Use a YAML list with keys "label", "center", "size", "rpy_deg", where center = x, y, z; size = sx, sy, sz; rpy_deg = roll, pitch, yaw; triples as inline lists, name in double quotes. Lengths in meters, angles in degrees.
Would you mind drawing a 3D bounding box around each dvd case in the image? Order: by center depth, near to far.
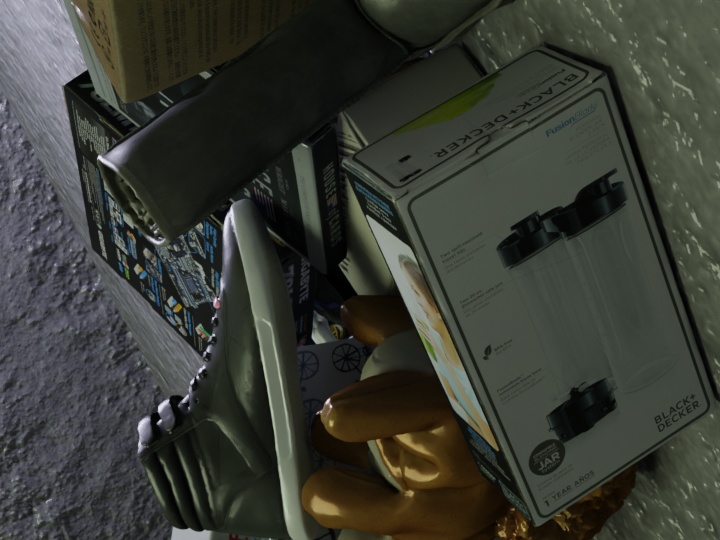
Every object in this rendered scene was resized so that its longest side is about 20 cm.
- label: "dvd case"
  center: [-0.090, -0.094, 0.913]
  size: [0.200, 0.025, 0.150]
  rpy_deg: [39, 161, 19]

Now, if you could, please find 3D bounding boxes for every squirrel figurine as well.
- label: "squirrel figurine"
  center: [0.066, 0.126, 0.907]
  size: [0.142, 0.199, 0.187]
  rpy_deg: [-98, 9, -66]

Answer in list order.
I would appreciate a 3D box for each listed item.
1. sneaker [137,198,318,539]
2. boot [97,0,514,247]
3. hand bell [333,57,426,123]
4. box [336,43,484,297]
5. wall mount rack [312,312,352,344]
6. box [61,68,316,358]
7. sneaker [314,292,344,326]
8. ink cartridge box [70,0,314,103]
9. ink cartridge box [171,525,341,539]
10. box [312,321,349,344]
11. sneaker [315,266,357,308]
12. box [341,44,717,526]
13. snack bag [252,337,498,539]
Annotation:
- label: "sneaker"
  center: [-0.086, 0.062, 0.924]
  size: [0.071, 0.099, 0.201]
  rpy_deg: [-12, -85, -82]
- label: "boot"
  center: [-0.028, -0.097, 0.738]
  size: [0.073, 0.200, 0.182]
  rpy_deg: [58, 165, 10]
- label: "hand bell"
  center: [-0.013, -0.106, 0.965]
  size: [0.200, 0.104, 0.104]
  rpy_deg: [0, 122, 61]
- label: "box"
  center: [0.032, -0.043, 0.910]
  size: [0.068, 0.082, 0.200]
  rpy_deg: [56, 165, 15]
- label: "wall mount rack"
  center: [0.021, 0.065, 1.221]
  size: [0.200, 0.074, 0.174]
  rpy_deg: [53, 169, 21]
- label: "box"
  center: [-0.113, -0.019, 1.079]
  size: [0.198, 0.050, 0.200]
  rpy_deg: [40, 154, 21]
- label: "sneaker"
  center: [-0.046, -0.051, 1.173]
  size: [0.200, 0.077, 0.076]
  rpy_deg: [58, 169, 8]
- label: "ink cartridge box"
  center: [-0.060, -0.176, 0.753]
  size: [0.075, 0.164, 0.200]
  rpy_deg: [61, 167, 13]
- label: "ink cartridge box"
  center: [-0.010, 0.152, 1.036]
  size: [0.083, 0.200, 0.147]
  rpy_deg: [158, 123, -67]
- label: "box"
  center: [-0.080, -0.026, 1.423]
  size: [0.159, 0.046, 0.200]
  rpy_deg: [49, 164, 33]
- label: "sneaker"
  center: [0.000, 0.000, 1.095]
  size: [0.200, 0.090, 0.067]
  rpy_deg: [53, 167, 21]
- label: "box"
  center: [0.085, 0.009, 0.760]
  size: [0.060, 0.117, 0.200]
  rpy_deg: [41, 160, 57]
- label: "snack bag"
  center: [0.022, 0.138, 0.994]
  size: [0.021, 0.188, 0.201]
  rpy_deg: [156, 105, -67]
